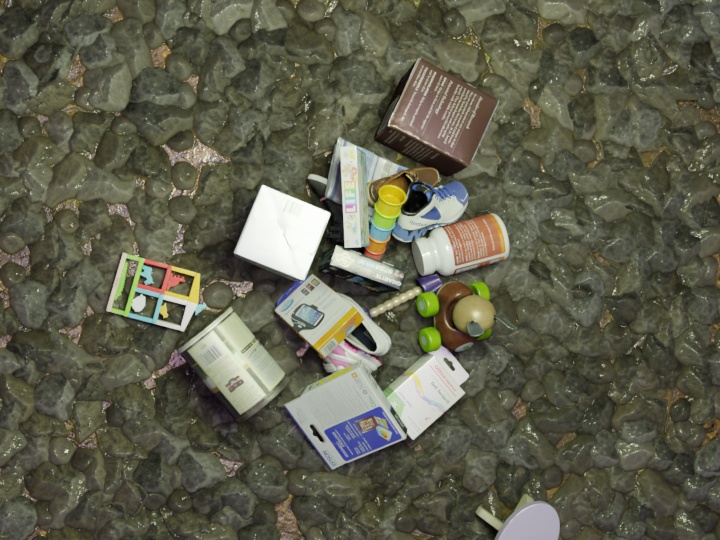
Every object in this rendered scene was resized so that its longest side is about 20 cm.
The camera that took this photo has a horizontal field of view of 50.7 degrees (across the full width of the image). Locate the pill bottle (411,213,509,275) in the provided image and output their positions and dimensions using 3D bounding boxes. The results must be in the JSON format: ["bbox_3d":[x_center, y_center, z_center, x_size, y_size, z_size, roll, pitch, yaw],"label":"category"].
[{"bbox_3d":[0.222,-0.053,1.702,0.200,0.112,0.112,-14,92,-10],"label":"pill bottle"}]

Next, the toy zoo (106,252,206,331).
[{"bbox_3d":[-0.429,0.051,1.635,0.200,0.020,0.131,15,87,-10],"label":"toy zoo"}]

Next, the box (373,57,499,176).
[{"bbox_3d":[0.161,-0.330,1.666,0.200,0.166,0.164,25,85,-9],"label":"box"}]

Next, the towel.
[{"bbox_3d":[0.019,-0.193,1.669,0.200,0.024,0.147,21,71,-27],"label":"towel"}]

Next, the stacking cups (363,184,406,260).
[{"bbox_3d":[0.045,-0.095,1.634,0.060,0.200,0.061,8,50,-10],"label":"stacking cups"}]

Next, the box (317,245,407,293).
[{"bbox_3d":[0.000,0.000,1.619,0.159,0.200,0.046,20,83,-9],"label":"box"}]

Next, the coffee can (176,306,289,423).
[{"bbox_3d":[-0.266,0.198,1.599,0.146,0.146,0.200,-39,96,-8],"label":"coffee can"}]

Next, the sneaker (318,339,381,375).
[{"bbox_3d":[-0.056,0.186,1.669,0.200,0.081,0.088,31,91,-2],"label":"sneaker"}]

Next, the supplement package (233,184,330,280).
[{"bbox_3d":[-0.169,-0.073,1.590,0.152,0.200,0.151,22,86,-9],"label":"supplement package"}]

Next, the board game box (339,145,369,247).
[{"bbox_3d":[-0.010,-0.148,1.561,0.034,0.134,0.200,-2,92,8],"label":"board game box"}]

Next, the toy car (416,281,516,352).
[{"bbox_3d":[0.241,0.114,1.637,0.164,0.200,0.158,-11,104,-23],"label":"toy car"}]

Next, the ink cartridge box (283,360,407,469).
[{"bbox_3d":[-0.031,0.319,1.660,0.200,0.047,0.198,-27,107,22],"label":"ink cartridge box"}]

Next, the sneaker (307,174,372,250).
[{"bbox_3d":[-0.057,-0.121,1.675,0.200,0.071,0.099,41,78,-11],"label":"sneaker"}]

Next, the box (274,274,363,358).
[{"bbox_3d":[-0.096,0.090,1.630,0.119,0.200,0.041,-43,133,-10],"label":"box"}]

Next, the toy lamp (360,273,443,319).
[{"bbox_3d":[0.091,0.064,1.709,0.200,0.058,0.058,-23,94,-7],"label":"toy lamp"}]

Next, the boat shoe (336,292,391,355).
[{"bbox_3d":[-0.021,0.111,1.643,0.200,0.065,0.074,34,101,23],"label":"boat shoe"}]

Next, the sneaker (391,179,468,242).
[{"bbox_3d":[0.157,-0.149,1.643,0.199,0.115,0.081,-32,60,-24],"label":"sneaker"}]

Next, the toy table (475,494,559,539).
[{"bbox_3d":[0.355,0.603,1.720,0.200,0.117,0.184,-45,97,-7],"label":"toy table"}]

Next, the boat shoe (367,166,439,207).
[{"bbox_3d":[0.103,-0.186,1.668,0.200,0.068,0.072,-20,95,-33],"label":"boat shoe"}]

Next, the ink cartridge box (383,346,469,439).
[{"bbox_3d":[0.150,0.268,1.710,0.200,0.067,0.117,-41,96,-8],"label":"ink cartridge box"}]
